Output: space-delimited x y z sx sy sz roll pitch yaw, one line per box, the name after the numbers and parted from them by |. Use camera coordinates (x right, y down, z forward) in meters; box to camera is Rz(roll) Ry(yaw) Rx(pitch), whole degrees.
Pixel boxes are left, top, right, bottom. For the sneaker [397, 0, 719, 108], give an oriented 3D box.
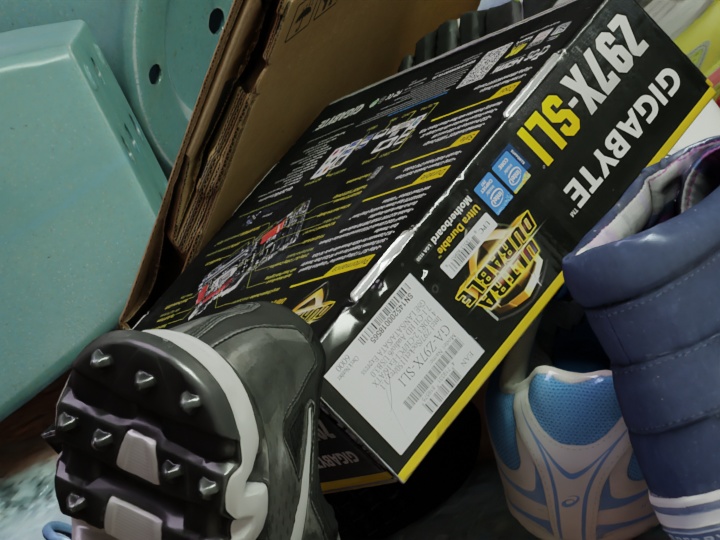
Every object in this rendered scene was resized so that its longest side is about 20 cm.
0.081 -0.057 1.029 0.200 0.090 0.079 -35 44 41 | sneaker

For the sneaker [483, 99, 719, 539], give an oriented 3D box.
0.084 -0.002 0.896 0.071 0.073 0.201 10 41 7 | sneaker

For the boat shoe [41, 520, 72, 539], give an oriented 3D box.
-0.095 0.115 0.874 0.199 0.084 0.069 -18 34 21 | boat shoe

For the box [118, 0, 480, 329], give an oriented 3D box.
-0.005 -0.075 1.046 0.200 0.021 0.164 -43 -18 -49 | box

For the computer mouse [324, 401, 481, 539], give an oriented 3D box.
-0.052 0.087 0.940 0.199 0.034 0.059 -29 25 4 | computer mouse

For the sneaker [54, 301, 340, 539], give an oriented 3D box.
-0.044 0.094 0.778 0.066 0.201 0.090 24 29 23 | sneaker

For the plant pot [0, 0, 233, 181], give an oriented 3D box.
-0.121 -0.110 1.223 0.187 0.201 0.200 10 44 33 | plant pot

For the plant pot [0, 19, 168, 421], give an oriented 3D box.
-0.171 -0.003 1.090 0.199 0.142 0.141 -25 11 4 | plant pot

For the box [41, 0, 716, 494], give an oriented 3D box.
0.000 0.000 0.902 0.160 0.049 0.200 -52 15 -24 | box

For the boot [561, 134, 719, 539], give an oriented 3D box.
0.132 -0.007 0.806 0.072 0.091 0.200 -14 15 41 | boot
